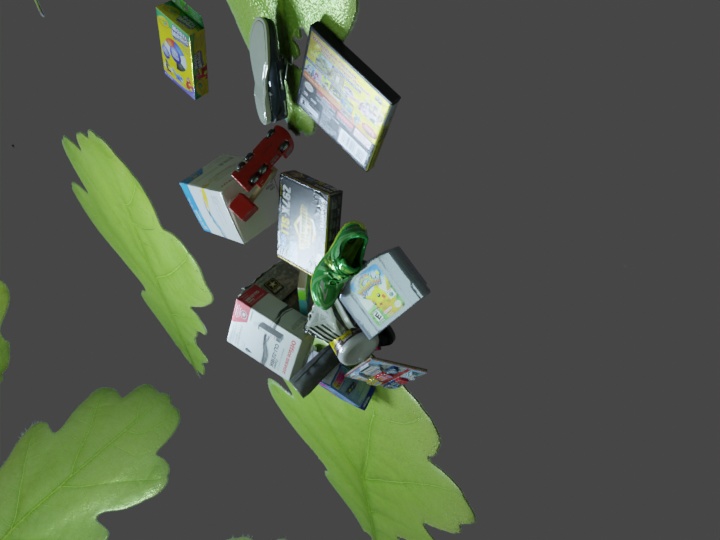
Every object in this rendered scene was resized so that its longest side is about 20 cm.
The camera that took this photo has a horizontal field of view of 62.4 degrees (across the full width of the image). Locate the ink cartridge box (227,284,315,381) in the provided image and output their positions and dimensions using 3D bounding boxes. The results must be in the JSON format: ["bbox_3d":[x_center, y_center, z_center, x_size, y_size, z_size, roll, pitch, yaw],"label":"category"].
[{"bbox_3d":[-0.218,0.154,1.469,0.198,0.084,0.146,29,124,12],"label":"ink cartridge box"}]

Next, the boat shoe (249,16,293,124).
[{"bbox_3d":[-0.163,-0.371,1.110,0.075,0.061,0.203,45,145,42],"label":"boat shoe"}]

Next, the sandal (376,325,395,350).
[{"bbox_3d":[0.029,0.171,1.471,0.075,0.045,0.200,50,151,4],"label":"sandal"}]

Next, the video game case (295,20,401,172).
[{"bbox_3d":[-0.029,-0.299,1.045,0.200,0.025,0.181,46,151,11],"label":"video game case"}]

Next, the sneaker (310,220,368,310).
[{"bbox_3d":[-0.045,-0.007,1.235,0.073,0.203,0.084,21,-166,-22],"label":"sneaker"}]

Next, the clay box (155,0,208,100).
[{"bbox_3d":[-0.391,-0.492,1.308,0.115,0.047,0.201,41,150,16],"label":"clay box"}]

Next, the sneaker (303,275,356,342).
[{"bbox_3d":[-0.100,0.075,1.358,0.202,0.114,0.076,59,-174,31],"label":"sneaker"}]

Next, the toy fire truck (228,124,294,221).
[{"bbox_3d":[-0.212,-0.205,1.272,0.049,0.201,0.141,41,177,8],"label":"toy fire truck"}]

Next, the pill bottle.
[{"bbox_3d":[-0.045,0.118,1.424,0.201,0.108,0.110,54,157,34],"label":"pill bottle"}]

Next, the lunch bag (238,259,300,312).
[{"bbox_3d":[-0.213,0.091,1.598,0.202,0.164,0.117,55,148,-11],"label":"lunch bag"}]

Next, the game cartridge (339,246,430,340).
[{"bbox_3d":[0.042,0.045,1.245,0.134,0.040,0.200,54,128,9],"label":"game cartridge"}]

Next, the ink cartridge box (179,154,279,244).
[{"bbox_3d":[-0.308,-0.177,1.445,0.198,0.147,0.147,18,138,45],"label":"ink cartridge box"}]

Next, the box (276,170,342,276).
[{"bbox_3d":[-0.115,-0.100,1.305,0.158,0.049,0.204,29,125,36],"label":"box"}]

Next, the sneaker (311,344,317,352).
[{"bbox_3d":[-0.149,0.292,1.835,0.085,0.075,0.200,49,161,6],"label":"sneaker"}]

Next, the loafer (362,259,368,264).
[{"bbox_3d":[0.000,0.000,1.325,0.198,0.062,0.073,30,114,26],"label":"loafer"}]

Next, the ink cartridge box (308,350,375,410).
[{"bbox_3d":[-0.051,0.317,1.676,0.135,0.077,0.200,14,159,47],"label":"ink cartridge box"}]

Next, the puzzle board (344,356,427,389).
[{"bbox_3d":[0.058,0.259,1.471,0.148,0.018,0.200,15,154,-15],"label":"puzzle board"}]

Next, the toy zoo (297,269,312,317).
[{"bbox_3d":[-0.134,0.053,1.496,0.020,0.133,0.202,3,141,2],"label":"toy zoo"}]

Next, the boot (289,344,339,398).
[{"bbox_3d":[-0.084,0.247,1.532,0.073,0.199,0.181,58,162,-15],"label":"boot"}]
